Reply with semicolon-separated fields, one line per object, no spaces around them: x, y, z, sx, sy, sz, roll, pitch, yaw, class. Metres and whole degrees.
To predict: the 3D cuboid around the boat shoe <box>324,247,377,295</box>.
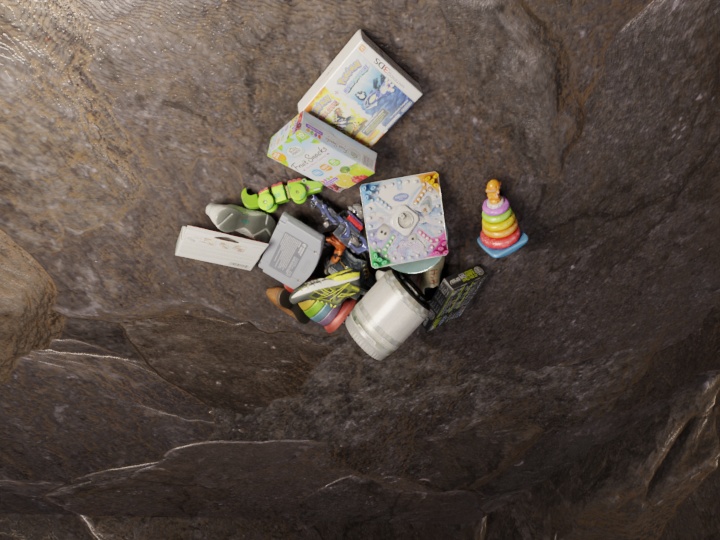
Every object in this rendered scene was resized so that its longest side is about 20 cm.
0.000;0.000;1.471;0.198;0.072;0.090;29;127;-35;boat shoe

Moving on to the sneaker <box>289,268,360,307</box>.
-0.086;0.061;1.388;0.194;0.074;0.087;-17;100;-6;sneaker

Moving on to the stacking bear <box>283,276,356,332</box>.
-0.126;0.064;1.468;0.199;0.115;0.121;41;157;-15;stacking bear

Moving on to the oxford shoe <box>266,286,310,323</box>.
-0.200;0.093;1.547;0.070;0.073;0.200;14;160;31;oxford shoe

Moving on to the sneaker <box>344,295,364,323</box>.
-0.011;0.143;1.564;0.195;0.150;0.081;-22;147;10;sneaker

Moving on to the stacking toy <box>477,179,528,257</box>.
0.350;-0.147;1.381;0.114;0.110;0.203;-27;128;-5;stacking toy

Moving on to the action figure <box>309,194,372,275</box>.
-0.069;-0.109;1.346;0.192;0.105;0.201;-36;106;18;action figure

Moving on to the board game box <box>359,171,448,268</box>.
0.108;-0.121;1.300;0.193;0.026;0.207;-10;98;-3;board game box

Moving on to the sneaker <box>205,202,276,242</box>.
-0.279;-0.123;1.279;0.198;0.079;0.072;17;102;-54;sneaker

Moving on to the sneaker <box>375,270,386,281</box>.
0.096;0.073;1.539;0.074;0.091;0.200;10;158;36;sneaker

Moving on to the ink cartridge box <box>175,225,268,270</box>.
-0.335;-0.067;1.300;0.195;0.045;0.173;12;152;-24;ink cartridge box

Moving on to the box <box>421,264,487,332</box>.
0.275;0.083;1.601;0.157;0.045;0.203;-19;147;-34;box

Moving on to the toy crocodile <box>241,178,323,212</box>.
-0.179;-0.179;1.245;0.194;0.064;0.068;-15;-179;3;toy crocodile

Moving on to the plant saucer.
0.127;-0.094;1.377;0.194;0.039;0.207;6;113;13;plant saucer

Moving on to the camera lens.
0.075;0.114;1.423;0.200;0.161;0.159;-46;131;10;camera lens

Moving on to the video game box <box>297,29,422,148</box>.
-0.001;-0.352;1.102;0.180;0.048;0.199;28;126;-34;video game box

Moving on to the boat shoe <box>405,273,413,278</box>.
0.147;-0.034;1.472;0.070;0.066;0.202;7;136;-22;boat shoe

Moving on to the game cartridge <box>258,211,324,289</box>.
-0.167;-0.042;1.331;0.131;0.041;0.201;33;134;-4;game cartridge

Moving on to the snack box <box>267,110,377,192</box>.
-0.081;-0.247;1.153;0.196;0.055;0.141;23;154;-32;snack box

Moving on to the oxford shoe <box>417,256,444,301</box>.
0.208;0.005;1.523;0.068;0.075;0.203;-6;138;-6;oxford shoe
